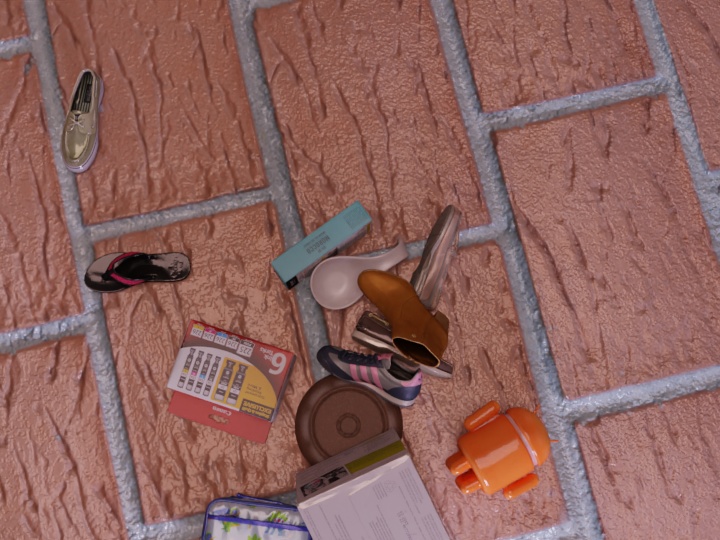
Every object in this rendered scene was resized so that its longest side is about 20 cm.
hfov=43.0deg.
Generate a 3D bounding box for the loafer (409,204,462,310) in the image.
[{"bbox_3d":[0.149,-0.022,1.713,0.063,0.072,0.200,25,87,-13],"label":"loafer"}]

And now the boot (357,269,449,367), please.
[{"bbox_3d":[0.069,0.083,1.619,0.201,0.144,0.071,32,118,0],"label":"boot"}]

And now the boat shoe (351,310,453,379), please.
[{"bbox_3d":[0.084,0.138,1.677,0.200,0.072,0.060,24,75,4],"label":"boat shoe"}]

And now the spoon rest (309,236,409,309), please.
[{"bbox_3d":[0.000,0.000,1.699,0.200,0.061,0.100,-28,101,-7],"label":"spoon rest"}]

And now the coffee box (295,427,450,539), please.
[{"bbox_3d":[0.021,0.413,1.546,0.200,0.198,0.200,-25,94,-4],"label":"coffee box"}]

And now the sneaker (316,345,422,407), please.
[{"bbox_3d":[0.020,0.170,1.655,0.200,0.070,0.082,23,122,2],"label":"sneaker"}]

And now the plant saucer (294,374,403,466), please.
[{"bbox_3d":[-0.021,0.283,1.668,0.200,0.037,0.201,0,80,0],"label":"plant saucer"}]

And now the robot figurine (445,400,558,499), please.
[{"bbox_3d":[0.252,0.321,1.623,0.200,0.117,0.144,-29,54,-4],"label":"robot figurine"}]

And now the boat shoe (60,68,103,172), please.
[{"bbox_3d":[-0.539,-0.290,1.751,0.072,0.062,0.201,5,81,1],"label":"boat shoe"}]

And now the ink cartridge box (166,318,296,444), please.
[{"bbox_3d":[-0.238,0.204,1.655,0.199,0.084,0.176,17,81,2],"label":"ink cartridge box"}]

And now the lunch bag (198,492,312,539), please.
[{"bbox_3d":[-0.183,0.482,1.610,0.199,0.082,0.161,9,77,0],"label":"lunch bag"}]

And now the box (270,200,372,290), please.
[{"bbox_3d":[-0.071,-0.046,1.702,0.200,0.082,0.049,-36,81,-7],"label":"box"}]

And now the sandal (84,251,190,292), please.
[{"bbox_3d":[-0.420,-0.004,1.710,0.199,0.045,0.075,-7,80,-2],"label":"sandal"}]
